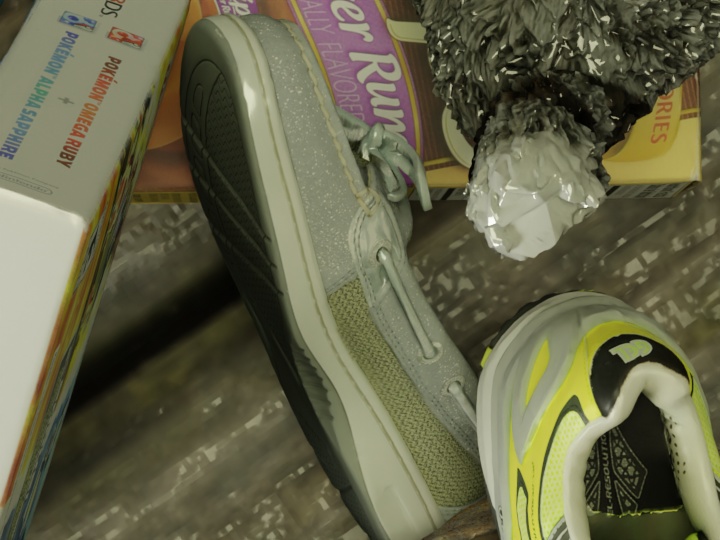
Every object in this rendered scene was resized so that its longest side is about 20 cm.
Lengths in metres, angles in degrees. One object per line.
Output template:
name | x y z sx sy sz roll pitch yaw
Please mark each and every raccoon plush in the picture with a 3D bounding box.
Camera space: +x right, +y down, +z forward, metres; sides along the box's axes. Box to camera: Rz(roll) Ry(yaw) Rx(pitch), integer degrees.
raccoon plush | 0.040 -0.099 0.804 0.097 0.200 0.134 -32 101 10

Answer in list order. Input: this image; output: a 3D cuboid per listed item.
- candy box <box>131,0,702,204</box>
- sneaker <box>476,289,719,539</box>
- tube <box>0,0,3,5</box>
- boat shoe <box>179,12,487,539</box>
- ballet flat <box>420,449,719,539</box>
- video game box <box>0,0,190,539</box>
candy box | 0.004 -0.081 0.917 0.199 0.056 0.117 -1 87 -3
sneaker | 0.073 0.108 0.828 0.075 0.076 0.201 -13 97 -11
tube | -0.119 -0.114 0.883 0.200 0.050 0.078 -54 54 21
boat shoe | 0.001 0.001 0.868 0.065 0.074 0.202 -29 126 -10
ballet flat | 0.082 0.090 0.905 0.199 0.067 0.068 -10 110 -10
video game box | -0.104 0.032 0.812 0.047 0.182 0.201 17 114 -5
